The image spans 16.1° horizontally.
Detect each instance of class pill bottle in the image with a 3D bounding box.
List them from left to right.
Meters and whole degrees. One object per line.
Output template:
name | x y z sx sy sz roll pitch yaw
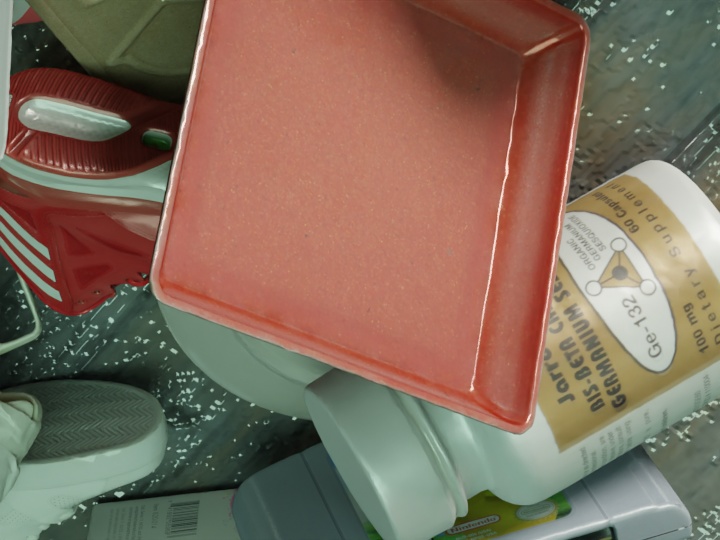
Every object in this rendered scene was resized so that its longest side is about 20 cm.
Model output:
pill bottle | 0.081 0.043 1.176 0.200 0.114 0.114 -30 116 -9

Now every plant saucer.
plant saucer | 0.002 -0.049 1.085 0.199 0.200 0.037 22 158 -31

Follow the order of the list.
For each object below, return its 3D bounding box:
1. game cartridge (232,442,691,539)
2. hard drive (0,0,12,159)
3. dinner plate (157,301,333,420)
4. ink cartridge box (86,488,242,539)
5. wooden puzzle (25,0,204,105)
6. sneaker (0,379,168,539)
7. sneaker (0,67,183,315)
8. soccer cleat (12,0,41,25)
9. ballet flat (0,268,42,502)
game cartridge | 0.043 0.114 1.227 0.200 0.133 0.041 -15 118 -10
hard drive | -0.225 -0.139 1.092 0.200 0.026 0.132 27 124 34
dinner plate | 0.000 0.000 1.222 0.200 0.024 0.200 -2 124 -3
ink cartridge box | -0.036 0.163 1.269 0.200 0.117 0.067 -7 119 4
wooden puzzle | -0.057 -0.153 1.116 0.185 0.046 0.200 -24 141 10
sneaker | -0.177 0.126 1.280 0.200 0.074 0.116 -10 119 16
sneaker | -0.080 -0.022 1.173 0.200 0.078 0.116 21 145 -2
soccer cleat | -0.146 -0.201 1.117 0.073 0.068 0.200 5 118 -25
ballet flat | -0.182 0.046 1.198 0.069 0.069 0.200 -6 84 3
